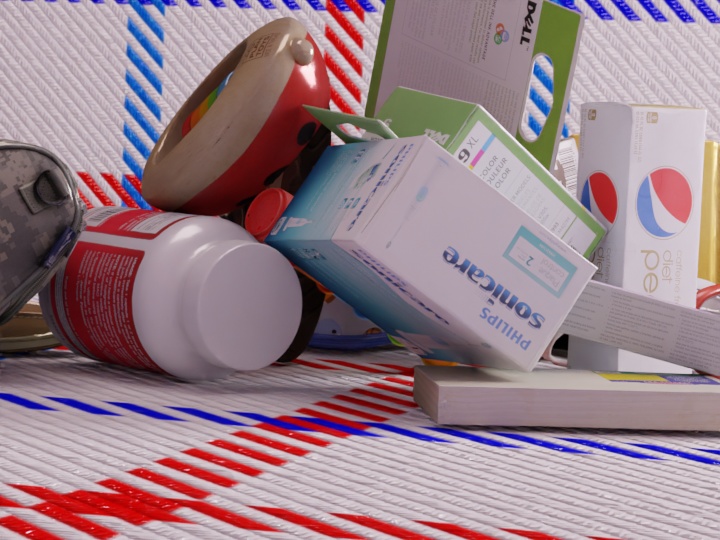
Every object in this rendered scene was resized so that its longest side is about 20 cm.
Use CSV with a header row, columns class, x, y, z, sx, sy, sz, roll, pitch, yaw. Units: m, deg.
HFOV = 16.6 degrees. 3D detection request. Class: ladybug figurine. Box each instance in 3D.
class,x,y,z,sx,sy,sz,roll,pitch,yaw
ladybug figurine,-0.082,-0.100,1.732,0.072,0.136,0.200,35,-38,-13

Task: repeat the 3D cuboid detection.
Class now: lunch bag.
class,x,y,z,sx,sy,sz,roll,pitch,yaw
lunch bag,-0.278,-0.025,1.683,0.167,0.140,0.200,-30,9,-11
lunch bag,-0.050,0.021,1.989,0.199,0.076,0.160,5,8,33

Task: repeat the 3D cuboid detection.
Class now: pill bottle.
class,x,y,z,sx,sy,sz,roll,pitch,yaw
pill bottle,-0.130,0.016,1.709,0.112,0.113,0.200,0,5,-36

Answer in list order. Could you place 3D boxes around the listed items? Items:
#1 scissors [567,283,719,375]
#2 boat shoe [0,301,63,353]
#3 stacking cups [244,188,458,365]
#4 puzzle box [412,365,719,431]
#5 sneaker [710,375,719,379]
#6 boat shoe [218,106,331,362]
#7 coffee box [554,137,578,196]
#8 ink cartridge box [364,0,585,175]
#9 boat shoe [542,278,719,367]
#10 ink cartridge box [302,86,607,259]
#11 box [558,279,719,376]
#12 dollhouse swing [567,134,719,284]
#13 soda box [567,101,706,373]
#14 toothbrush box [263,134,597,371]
class,x,y,z,sx,sy,sz,roll,pitch,yaw
scissors,0.212,0.046,1.800,0.199,0.074,0.014,-1,23,-39
boat shoe,-0.300,0.024,1.820,0.199,0.067,0.074,2,4,-3
stacking cups,0.000,0.000,1.761,0.200,0.061,0.060,35,-16,-33
puzzle box,0.138,0.081,1.565,0.199,0.026,0.133,2,2,-5
sneaker,0.310,0.025,1.827,0.078,0.116,0.200,4,4,22
boat shoe,-0.067,-0.036,1.832,0.074,0.204,0.075,7,2,29
coffee box,0.078,-0.042,1.908,0.114,0.080,0.200,-12,4,39
ink cartridge box,0.104,-0.151,1.831,0.075,0.149,0.200,-8,27,-42
boat shoe,0.210,0.046,1.854,0.199,0.072,0.066,7,29,-30
ink cartridge box,0.065,-0.070,1.676,0.200,0.059,0.104,40,-11,-31
box,0.214,0.043,1.640,0.199,0.042,0.039,15,1,6
dollhouse swing,0.233,-0.020,2.011,0.199,0.177,0.182,3,4,2
soda box,0.191,-0.016,1.720,0.068,0.201,0.064,0,4,-30
toothbrush box,0.041,-0.011,1.610,0.146,0.086,0.200,37,-9,-15
